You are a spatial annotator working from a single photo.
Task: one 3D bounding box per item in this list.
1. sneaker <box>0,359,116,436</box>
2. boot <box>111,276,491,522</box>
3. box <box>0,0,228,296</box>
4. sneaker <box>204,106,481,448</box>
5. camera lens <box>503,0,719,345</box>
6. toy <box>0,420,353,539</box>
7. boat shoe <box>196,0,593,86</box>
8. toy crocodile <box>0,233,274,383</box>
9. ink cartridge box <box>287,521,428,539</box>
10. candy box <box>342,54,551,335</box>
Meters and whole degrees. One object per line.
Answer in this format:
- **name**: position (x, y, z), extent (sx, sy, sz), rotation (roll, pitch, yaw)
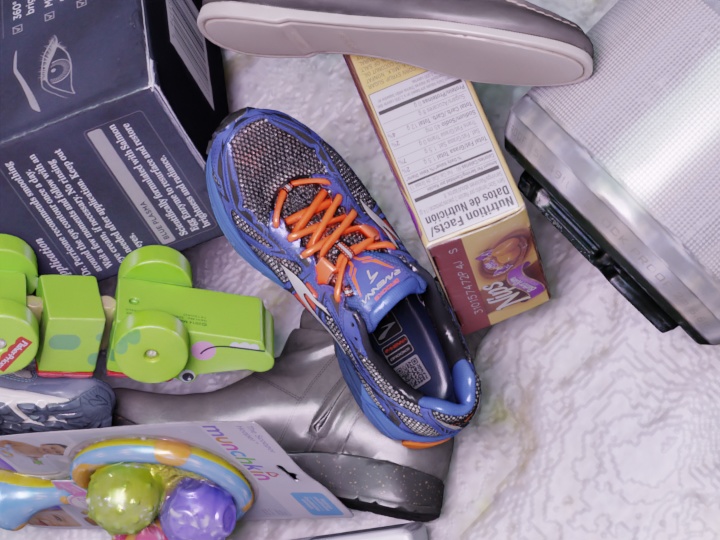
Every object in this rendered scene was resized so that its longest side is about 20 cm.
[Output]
- **sneaker**: position (-0.198, 0.043, 1.383), extent (0.200, 0.078, 0.086), rotation (7, 71, 44)
- **boot**: position (-0.034, 0.051, 1.377), extent (0.200, 0.068, 0.131), rotation (11, 79, 10)
- **box**: position (-0.179, -0.091, 1.369), extent (0.200, 0.118, 0.197), rotation (-20, 45, 11)
- **sneaker**: position (0.000, 0.000, 1.286), extent (0.075, 0.078, 0.200), rotation (-42, 100, -15)
- **camera lens**: position (0.182, -0.076, 1.281), extent (0.200, 0.160, 0.160), rotation (-45, 72, 4)
- **toy**: position (-0.119, 0.122, 1.335), extent (0.200, 0.115, 0.047), rotation (-2, 62, 27)
- **boat shoe**: position (0.017, -0.130, 1.251), extent (0.200, 0.067, 0.057), rotation (8, 73, 18)
- **toy crocodile**: position (-0.141, 0.028, 1.303), extent (0.200, 0.062, 0.068), rotation (5, 39, -12)
- **ink cartridge box**: position (-0.051, 0.230, 1.355), extent (0.200, 0.044, 0.174), rotation (-9, 89, 14)
- **candy box**: position (0.032, -0.080, 1.328), extent (0.056, 0.117, 0.200), rotation (-21, 65, 1)
